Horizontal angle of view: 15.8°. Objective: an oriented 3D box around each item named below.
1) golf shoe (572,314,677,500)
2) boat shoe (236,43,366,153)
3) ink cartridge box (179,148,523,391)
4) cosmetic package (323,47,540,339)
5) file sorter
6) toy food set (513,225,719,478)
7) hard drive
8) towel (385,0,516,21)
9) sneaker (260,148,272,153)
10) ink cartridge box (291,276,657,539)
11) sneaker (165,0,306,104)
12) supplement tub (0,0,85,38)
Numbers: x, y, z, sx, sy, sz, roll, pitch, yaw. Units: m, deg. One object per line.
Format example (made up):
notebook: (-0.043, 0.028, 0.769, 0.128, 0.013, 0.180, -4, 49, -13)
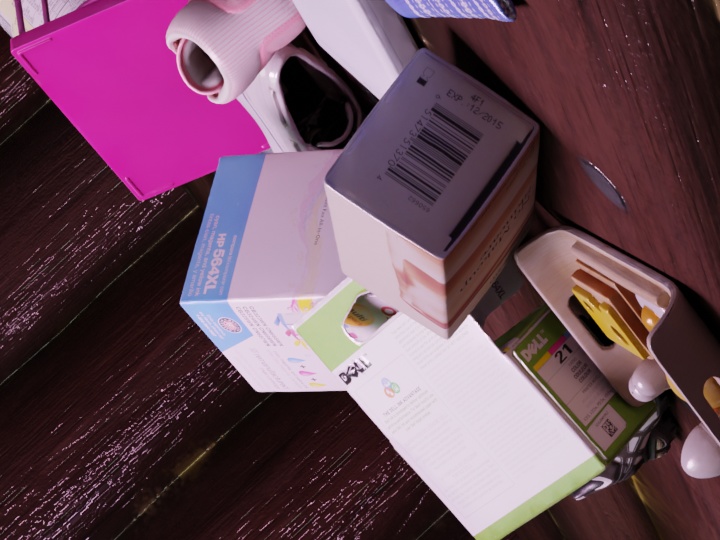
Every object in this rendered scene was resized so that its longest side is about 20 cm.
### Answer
golf shoe: (0.161, 0.104, 1.782, 0.078, 0.094, 0.200, 46, 173, 30)
boat shoe: (-0.027, -0.109, 1.904, 0.066, 0.072, 0.200, 26, 161, 41)
ink cartridge box: (0.000, 0.000, 1.809, 0.199, 0.126, 0.129, -2, 147, 29)
cosmetic package: (0.044, -0.041, 1.535, 0.087, 0.104, 0.200, 34, 171, 10)
file sorter: (-0.155, -0.176, 1.929, 0.200, 0.138, 0.126, 52, -159, -50)
toy food set: (0.172, 0.059, 1.547, 0.144, 0.060, 0.200, 50, 174, -24)
hard drive: (-0.013, -0.167, 1.587, 0.132, 0.027, 0.200, 44, 173, 32)
towel: (0.006, -0.183, 1.344, 0.145, 0.024, 0.200, 48, 174, -13)
sneaker: (-0.101, -0.109, 2.041, 0.114, 0.199, 0.076, -178, 89, -71)
ink cartridge box: (0.074, 0.064, 1.709, 0.200, 0.076, 0.148, 49, 137, -1)
sneaker: (-0.093, -0.172, 1.772, 0.075, 0.105, 0.200, 47, 176, -15)
supplement tub: (-0.203, -0.205, 2.167, 0.200, 0.145, 0.145, 46, 174, 20)
